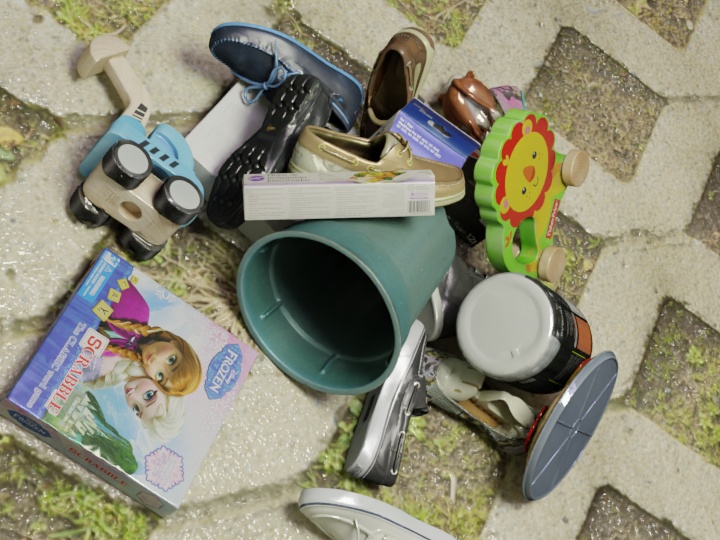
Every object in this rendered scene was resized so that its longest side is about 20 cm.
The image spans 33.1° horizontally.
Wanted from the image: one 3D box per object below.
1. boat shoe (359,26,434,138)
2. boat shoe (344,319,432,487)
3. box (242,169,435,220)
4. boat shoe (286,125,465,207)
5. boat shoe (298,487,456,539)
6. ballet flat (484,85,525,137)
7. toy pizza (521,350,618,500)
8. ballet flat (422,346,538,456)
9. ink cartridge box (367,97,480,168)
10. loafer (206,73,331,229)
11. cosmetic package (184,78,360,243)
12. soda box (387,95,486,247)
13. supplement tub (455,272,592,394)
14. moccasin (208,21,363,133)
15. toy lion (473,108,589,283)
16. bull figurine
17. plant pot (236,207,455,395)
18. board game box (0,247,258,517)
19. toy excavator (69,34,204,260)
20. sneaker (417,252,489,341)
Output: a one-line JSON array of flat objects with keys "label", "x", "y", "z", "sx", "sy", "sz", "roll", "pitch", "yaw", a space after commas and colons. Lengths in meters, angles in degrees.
[{"label": "boat shoe", "x": 0.028, "y": -0.188, "z": 1.442, "sx": 0.075, "sy": 0.203, "sz": 0.075, "roll": 22, "pitch": 33, "yaw": 18}, {"label": "boat shoe", "x": 0.046, "y": 0.150, "z": 1.362, "sx": 0.066, "sy": 0.070, "sz": 0.200, "roll": 28, "pitch": 57, "yaw": -11}, {"label": "box", "x": -0.022, "y": -0.079, "z": 1.257, "sx": 0.199, "sy": 0.042, "sz": 0.039, "roll": -2, "pitch": 25, "yaw": -3}, {"label": "boat shoe", "x": 0.024, "y": -0.114, "z": 1.301, "sx": 0.199, "sy": 0.067, "sz": 0.074, "roll": 4, "pitch": 31, "yaw": -18}, {"label": "boat shoe", "x": 0.015, "y": 0.298, "z": 1.280, "sx": 0.202, "sy": 0.075, "sz": 0.086, "roll": 31, "pitch": 57, "yaw": -29}, {"label": "ballet flat", "x": 0.201, "y": -0.159, "z": 1.624, "sx": 0.071, "sy": 0.069, "sz": 0.201, "roll": -5, "pitch": 67, "yaw": -16}, {"label": "toy pizza", "x": 0.239, "y": 0.178, "z": 1.421, "sx": 0.032, "sy": 0.201, "sz": 0.200, "roll": 29, "pitch": 46, "yaw": 26}, {"label": "ballet flat", "x": 0.139, "y": 0.145, "z": 1.429, "sx": 0.200, "sy": 0.072, "sz": 0.072, "roll": 36, "pitch": 53, "yaw": -14}, {"label": "ink cartridge box", "x": 0.041, "y": -0.112, "z": 1.403, "sx": 0.099, "sy": 0.200, "sz": 0.039, "roll": 33, "pitch": 50, "yaw": -15}, {"label": "loafer", "x": -0.094, "y": -0.123, "z": 1.332, "sx": 0.201, "sy": 0.068, "sz": 0.070, "roll": -57, "pitch": 141, "yaw": -14}, {"label": "cosmetic package", "x": -0.110, "y": -0.143, "z": 1.416, "sx": 0.151, "sy": 0.052, "sz": 0.200, "roll": 41, "pitch": 52, "yaw": -7}, {"label": "soda box", "x": 0.105, "y": -0.129, "z": 1.542, "sx": 0.200, "sy": 0.063, "sz": 0.071, "roll": 45, "pitch": 52, "yaw": -8}, {"label": "supplement tub", "x": 0.199, "y": 0.079, "z": 1.423, "sx": 0.200, "sy": 0.122, "sz": 0.123, "roll": 28, "pitch": 47, "yaw": -62}, {"label": "moccasin", "x": -0.081, "y": -0.219, "z": 1.390, "sx": 0.200, "sy": 0.080, "sz": 0.068, "roll": 20, "pitch": 62, "yaw": -22}, {"label": "toy lion", "x": 0.197, "y": -0.092, "z": 1.480, "sx": 0.191, "sy": 0.069, "sz": 0.201, "roll": 7, "pitch": 97, "yaw": -52}, {"label": "bull figurine", "x": 0.146, "y": -0.200, "z": 1.546, "sx": 0.122, "sy": 0.065, "sz": 0.200, "roll": 52, "pitch": 10, "yaw": 0}, {"label": "plant pot", "x": 0.000, "y": 0.000, "z": 1.340, "sx": 0.200, "sy": 0.200, "sz": 0.196, "roll": 49, "pitch": 44, "yaw": -4}, {"label": "board game box", "x": -0.228, "y": 0.110, "z": 1.224, "sx": 0.199, "sy": 0.041, "sz": 0.200, "roll": 35, "pitch": 53, "yaw": -14}, {"label": "toy excavator", "x": -0.245, "y": -0.140, "z": 1.312, "sx": 0.194, "sy": 0.100, "sz": 0.200, "roll": 36, "pitch": 40, "yaw": -16}, {"label": "sneaker", "x": 0.107, "y": -0.010, "z": 1.485, "sx": 0.099, "sy": 0.071, "sz": 0.201, "roll": 4, "pitch": 72, "yaw": -34}]
